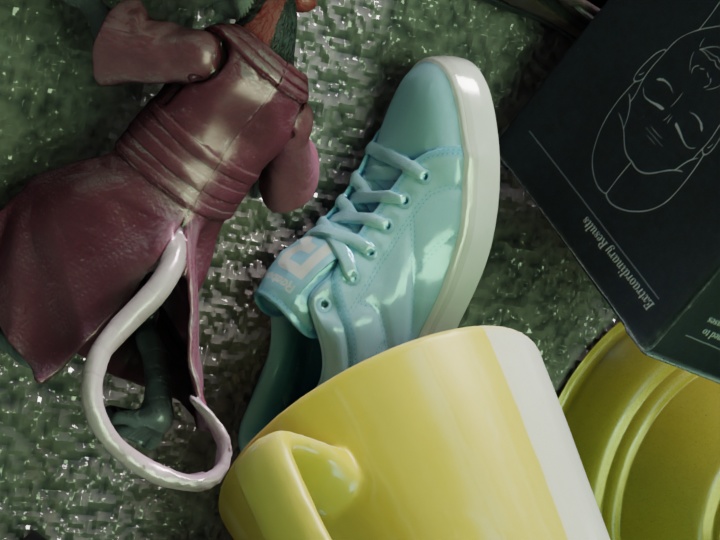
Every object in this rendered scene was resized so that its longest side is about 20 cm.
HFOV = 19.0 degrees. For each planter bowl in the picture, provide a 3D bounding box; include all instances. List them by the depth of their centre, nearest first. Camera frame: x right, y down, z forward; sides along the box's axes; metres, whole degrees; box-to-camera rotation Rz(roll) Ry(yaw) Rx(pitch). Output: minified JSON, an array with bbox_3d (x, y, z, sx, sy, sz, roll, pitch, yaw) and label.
[{"bbox_3d":[0.187,0.115,1.071,0.199,0.083,0.203,-7,104,-31],"label":"planter bowl"}]

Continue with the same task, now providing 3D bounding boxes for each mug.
[{"bbox_3d":[0.025,0.130,0.856,0.185,0.154,0.150,-9,148,-34],"label":"mug"}]

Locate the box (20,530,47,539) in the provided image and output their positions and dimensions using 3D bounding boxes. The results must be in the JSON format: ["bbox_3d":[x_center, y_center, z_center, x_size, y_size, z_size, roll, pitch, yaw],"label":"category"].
[{"bbox_3d":[-0.070,0.214,0.886,0.050,0.157,0.201,-40,119,-19],"label":"box"}]

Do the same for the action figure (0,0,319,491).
[{"bbox_3d":[-0.075,-0.041,0.843,0.133,0.149,0.201,29,98,-27],"label":"action figure"}]

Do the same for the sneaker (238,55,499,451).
[{"bbox_3d":[0.000,0.000,0.934,0.081,0.074,0.202,12,93,-38],"label":"sneaker"}]

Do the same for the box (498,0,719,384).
[{"bbox_3d":[0.180,-0.070,0.939,0.107,0.149,0.200,21,116,-42],"label":"box"}]

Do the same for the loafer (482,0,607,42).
[{"bbox_3d":[0.125,-0.132,0.990,0.199,0.063,0.073,11,94,-33],"label":"loafer"}]
